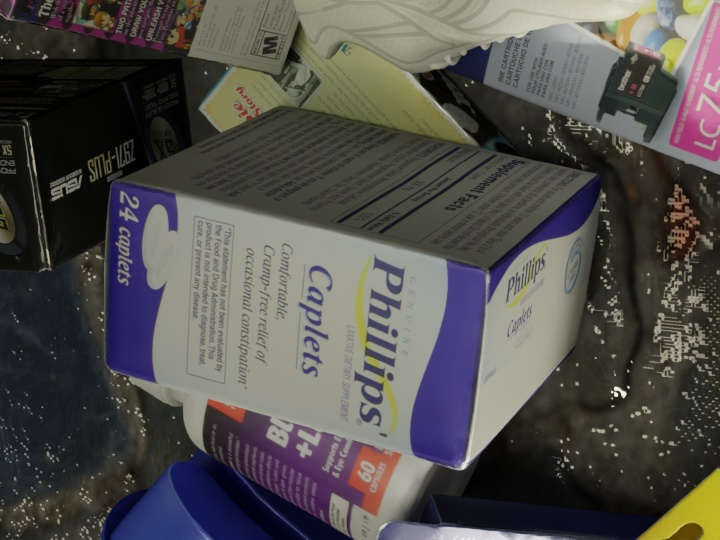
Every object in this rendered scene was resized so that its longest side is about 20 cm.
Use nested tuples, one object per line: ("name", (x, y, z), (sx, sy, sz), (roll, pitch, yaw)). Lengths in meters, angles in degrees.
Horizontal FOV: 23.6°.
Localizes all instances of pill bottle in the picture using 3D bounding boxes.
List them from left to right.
("pill bottle", (-0.033, 0.075, 1.007), (0.199, 0.111, 0.112), (27, 118, 19))

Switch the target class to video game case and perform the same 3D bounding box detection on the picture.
("video game case", (-0.082, -0.210, 0.875), (0.036, 0.180, 0.202), (34, 110, 42))

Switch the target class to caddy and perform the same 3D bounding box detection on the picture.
("caddy", (-0.064, 0.192, 1.052), (0.200, 0.141, 0.105), (40, 115, 9))

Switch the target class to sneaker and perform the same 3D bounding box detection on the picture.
("sneaker", (0.053, -0.142, 0.877), (0.198, 0.075, 0.082), (8, 126, 25))

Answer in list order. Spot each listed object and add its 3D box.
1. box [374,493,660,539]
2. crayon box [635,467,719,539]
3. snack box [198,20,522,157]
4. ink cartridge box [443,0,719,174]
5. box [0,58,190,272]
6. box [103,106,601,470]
("box", (0.086, 0.187, 0.975), (0.198, 0.032, 0.122), (8, 118, -20))
("crayon box", (0.228, 0.181, 0.923), (0.199, 0.051, 0.127), (35, 121, -11))
("snack box", (0.012, -0.063, 0.981), (0.200, 0.037, 0.116), (47, 120, 4))
("ink cartridge box", (0.121, -0.140, 0.900), (0.198, 0.042, 0.120), (24, 117, 19))
("box", (-0.226, -0.068, 1.023), (0.198, 0.164, 0.087), (3, 110, 24))
("box", (0.000, 0.000, 0.880), (0.198, 0.184, 0.106), (13, 112, 21))
